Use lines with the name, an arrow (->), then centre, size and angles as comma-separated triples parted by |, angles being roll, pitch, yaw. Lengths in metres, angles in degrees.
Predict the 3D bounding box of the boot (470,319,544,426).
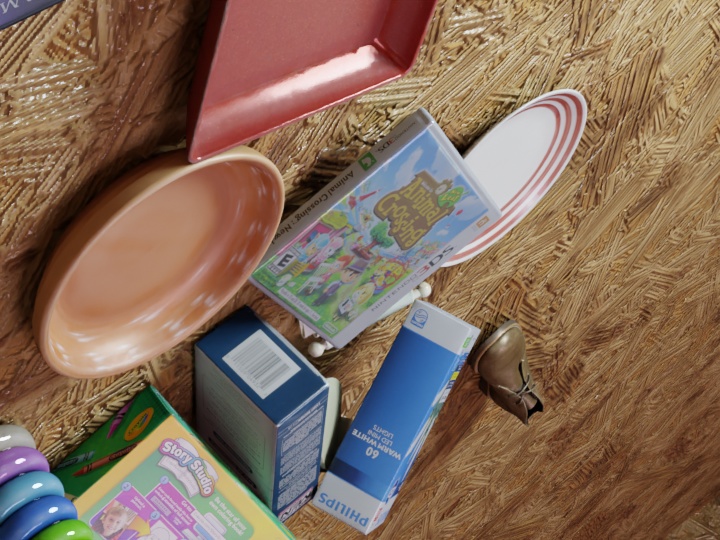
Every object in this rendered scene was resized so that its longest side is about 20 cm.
boot -> 0.173, 0.116, 1.750 | 0.074, 0.076, 0.200 | -39, 156, -7

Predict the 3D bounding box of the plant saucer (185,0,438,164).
plant saucer -> -0.022, -0.176, 0.957 | 0.200, 0.037, 0.200 | -28, 152, -37

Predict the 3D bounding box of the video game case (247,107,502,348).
video game case -> 0.013, -0.026, 1.230 | 0.182, 0.022, 0.200 | -40, 153, 4

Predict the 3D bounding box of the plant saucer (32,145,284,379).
plant saucer -> -0.138, -0.011, 1.045 | 0.200, 0.037, 0.200 | -35, 156, -19

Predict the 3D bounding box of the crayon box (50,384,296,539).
crayon box -> -0.144, 0.202, 1.241 | 0.119, 0.058, 0.200 | -41, 120, -5

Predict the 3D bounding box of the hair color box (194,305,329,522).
hair color box -> -0.084, 0.127, 1.293 | 0.060, 0.100, 0.200 | -36, 157, -26

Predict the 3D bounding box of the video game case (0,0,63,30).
video game case -> -0.193, -0.171, 0.697 | 0.143, 0.019, 0.200 | -32, 156, -27

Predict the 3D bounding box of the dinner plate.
dinner plate -> 0.121, -0.085, 1.376 | 0.200, 0.024, 0.200 | -37, 157, -18

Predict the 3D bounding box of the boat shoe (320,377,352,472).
boat shoe -> -0.046, 0.140, 1.402 | 0.201, 0.063, 0.074 | 78, 25, -72

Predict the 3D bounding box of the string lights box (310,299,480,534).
string lights box -> 0.033, 0.128, 1.388 | 0.201, 0.059, 0.103 | -63, 170, 2

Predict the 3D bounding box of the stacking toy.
stacking toy -> -0.212, 0.203, 1.075 | 0.085, 0.200, 0.086 | -35, 156, -18

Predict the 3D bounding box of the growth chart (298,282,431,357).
growth chart -> 0.000, 0.000, 1.299 | 0.144, 0.018, 0.200 | -32, 152, -9
